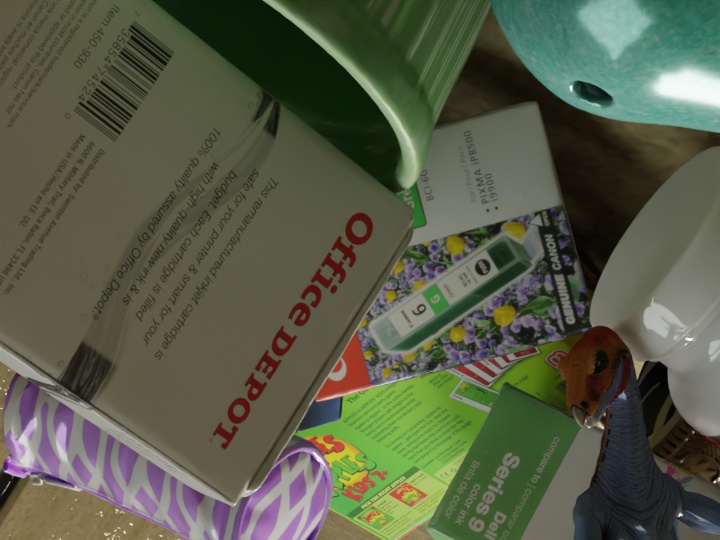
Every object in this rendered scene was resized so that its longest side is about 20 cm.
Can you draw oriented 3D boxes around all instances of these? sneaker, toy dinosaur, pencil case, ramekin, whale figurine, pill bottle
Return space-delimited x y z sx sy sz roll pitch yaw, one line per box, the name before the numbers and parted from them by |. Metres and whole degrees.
sneaker | 0.202 0.062 0.999 0.070 0.109 0.200 36 134 -9
toy dinosaur | 0.099 0.119 0.777 0.199 0.105 0.183 -24 81 48
pencil case | -0.109 0.101 1.014 0.199 0.086 0.084 18 162 37
ramekin | -0.038 -0.127 0.787 0.199 0.098 0.200 30 165 8
whale figurine | 0.127 -0.078 0.602 0.199 0.104 0.159 33 165 -4
pill bottle | 0.204 0.041 0.807 0.199 0.116 0.116 34 165 -9

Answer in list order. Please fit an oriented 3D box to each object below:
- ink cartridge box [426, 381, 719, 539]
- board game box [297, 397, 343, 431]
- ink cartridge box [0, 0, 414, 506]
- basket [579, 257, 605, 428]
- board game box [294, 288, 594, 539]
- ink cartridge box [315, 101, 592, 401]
ink cartridge box | 0.147 0.152 0.912 0.199 0.088 0.145 23 164 23
board game box | -0.060 -0.033 0.984 0.135 0.202 0.034 19 -160 41
ink cartridge box | -0.100 -0.020 0.770 0.200 0.147 0.083 38 166 -22
basket | 0.055 -0.002 1.073 0.142 0.150 0.200 -30 122 36
board game box | 0.039 0.065 1.003 0.101 0.048 0.200 32 133 -20
ink cartridge box | 0.000 0.000 0.883 0.050 0.198 0.110 -2 -102 -87
